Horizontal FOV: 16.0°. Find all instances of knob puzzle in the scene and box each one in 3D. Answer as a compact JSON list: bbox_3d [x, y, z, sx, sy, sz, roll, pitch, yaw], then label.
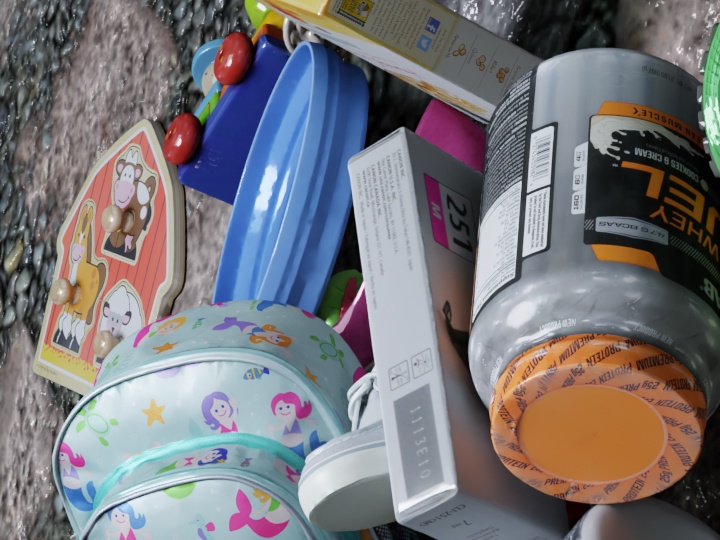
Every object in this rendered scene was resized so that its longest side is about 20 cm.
[{"bbox_3d":[-0.180,-0.011,1.821,0.219,0.030,0.221,-29,55,52],"label":"knob puzzle"}]

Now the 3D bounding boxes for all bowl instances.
[{"bbox_3d":[-0.042,-0.033,1.509,0.201,0.039,0.202,-164,90,-78],"label":"bowl"}]

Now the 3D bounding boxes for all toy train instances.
[{"bbox_3d":[-0.050,-0.147,1.621,0.200,0.084,0.116,-54,25,33],"label":"toy train"}]

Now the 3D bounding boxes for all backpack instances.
[{"bbox_3d":[-0.066,0.123,1.338,0.176,0.151,0.201,-13,105,19],"label":"backpack"}]

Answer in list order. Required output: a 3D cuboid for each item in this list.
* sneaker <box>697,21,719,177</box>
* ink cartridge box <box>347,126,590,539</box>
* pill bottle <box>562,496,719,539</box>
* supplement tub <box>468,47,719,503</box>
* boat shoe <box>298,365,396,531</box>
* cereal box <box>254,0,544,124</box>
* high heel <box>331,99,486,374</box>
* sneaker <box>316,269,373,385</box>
[{"bbox_3d":[0.212,-0.045,1.165,0.085,0.078,0.201,-24,68,45],"label":"sneaker"},{"bbox_3d":[0.072,0.050,1.265,0.043,0.173,0.201,-28,54,31],"label":"ink cartridge box"},{"bbox_3d":[0.098,0.207,1.215,0.200,0.106,0.107,-55,37,34],"label":"pill bottle"},{"bbox_3d":[0.114,0.002,1.204,0.123,0.122,0.201,-46,26,41],"label":"supplement tub"},{"bbox_3d":[0.026,0.079,1.285,0.070,0.200,0.072,-38,74,31],"label":"boat shoe"},{"bbox_3d":[0.030,-0.120,1.354,0.144,0.199,0.040,27,91,59],"label":"cereal box"},{"bbox_3d":[0.000,0.000,1.404,0.200,0.096,0.067,-38,-3,4],"label":"high heel"},{"bbox_3d":[-0.008,0.103,1.474,0.084,0.076,0.201,145,135,-71],"label":"sneaker"}]
